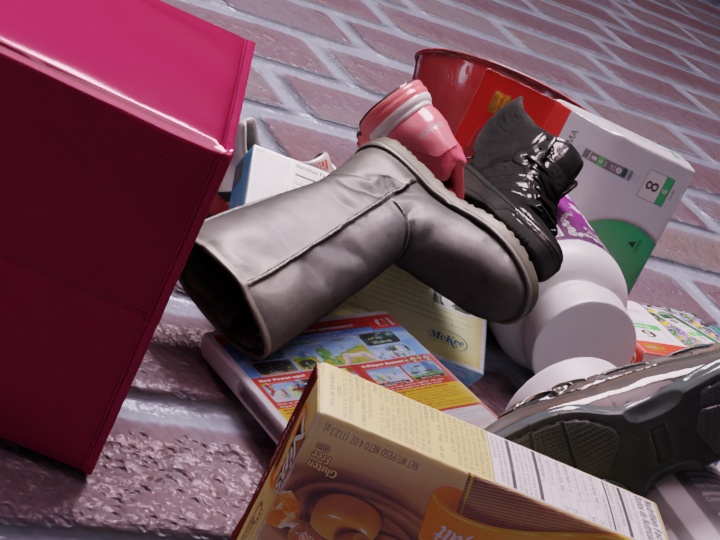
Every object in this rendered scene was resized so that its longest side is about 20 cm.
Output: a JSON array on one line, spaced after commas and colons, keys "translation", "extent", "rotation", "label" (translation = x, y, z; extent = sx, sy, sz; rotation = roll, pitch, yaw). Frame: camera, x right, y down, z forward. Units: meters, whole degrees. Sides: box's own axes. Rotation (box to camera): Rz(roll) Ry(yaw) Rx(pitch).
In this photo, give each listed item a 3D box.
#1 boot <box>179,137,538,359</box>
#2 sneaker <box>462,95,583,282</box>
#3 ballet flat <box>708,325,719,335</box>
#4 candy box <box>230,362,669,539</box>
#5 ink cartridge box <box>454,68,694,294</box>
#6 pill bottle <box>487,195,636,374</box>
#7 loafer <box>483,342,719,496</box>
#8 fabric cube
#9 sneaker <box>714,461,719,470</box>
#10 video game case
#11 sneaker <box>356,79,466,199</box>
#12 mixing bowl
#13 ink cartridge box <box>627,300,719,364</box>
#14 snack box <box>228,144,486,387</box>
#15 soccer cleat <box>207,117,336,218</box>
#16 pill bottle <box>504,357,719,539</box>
[{"translation": [0.000, 0.002, 0.942], "extent": [0.181, 0.073, 0.199], "rotation": [38, 37, 17], "label": "boot"}, {"translation": [0.129, -0.066, 1.109], "extent": [0.060, 0.103, 0.200], "rotation": [63, -9, -29], "label": "sneaker"}, {"translation": [0.323, 0.112, 1.206], "extent": [0.072, 0.074, 0.200], "rotation": [22, 17, -16], "label": "ballet flat"}, {"translation": [0.044, 0.140, 0.741], "extent": [0.198, 0.116, 0.055], "rotation": [23, 23, -12], "label": "candy box"}, {"translation": [0.165, -0.060, 1.260], "extent": [0.198, 0.162, 0.050], "rotation": [22, 17, -16], "label": "ink cartridge box"}, {"translation": [0.145, 0.009, 1.151], "extent": [0.111, 0.113, 0.201], "rotation": [18, 24, -22], "label": "pill bottle"}, {"translation": [0.139, 0.089, 0.817], "extent": [0.197, 0.073, 0.063], "rotation": [-16, 21, -10], "label": "loafer"}, {"translation": [-0.185, -0.053, 0.776], "extent": [0.197, 0.202, 0.197], "rotation": [23, 21, -10], "label": "fabric cube"}, {"translation": [0.253, 0.156, 1.006], "extent": [0.199, 0.075, 0.089], "rotation": [30, 30, -42], "label": "sneaker"}, {"translation": [0.008, 0.086, 0.879], "extent": [0.141, 0.018, 0.200], "rotation": [-5, 31, -32], "label": "video game case"}, {"translation": [0.036, -0.053, 1.109], "extent": [0.073, 0.201, 0.087], "rotation": [-34, 69, -20], "label": "sneaker"}, {"translation": [0.119, -0.111, 1.345], "extent": [0.198, 0.110, 0.200], "rotation": [25, -6, 3], "label": "mixing bowl"}, {"translation": [0.250, 0.080, 1.142], "extent": [0.107, 0.051, 0.200], "rotation": [10, 16, -16], "label": "ink cartridge box"}, {"translation": [-0.001, 0.000, 1.027], "extent": [0.198, 0.037, 0.118], "rotation": [20, 57, -21], "label": "snack box"}, {"translation": [-0.026, -0.039, 1.090], "extent": [0.198, 0.086, 0.069], "rotation": [30, 22, 4], "label": "soccer cleat"}, {"translation": [0.165, 0.149, 0.870], "extent": [0.113, 0.115, 0.201], "rotation": [14, 26, -30], "label": "pill bottle"}]
